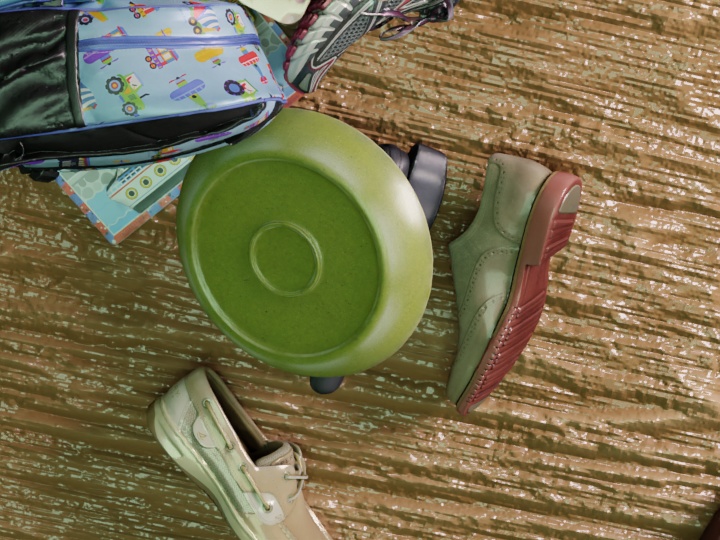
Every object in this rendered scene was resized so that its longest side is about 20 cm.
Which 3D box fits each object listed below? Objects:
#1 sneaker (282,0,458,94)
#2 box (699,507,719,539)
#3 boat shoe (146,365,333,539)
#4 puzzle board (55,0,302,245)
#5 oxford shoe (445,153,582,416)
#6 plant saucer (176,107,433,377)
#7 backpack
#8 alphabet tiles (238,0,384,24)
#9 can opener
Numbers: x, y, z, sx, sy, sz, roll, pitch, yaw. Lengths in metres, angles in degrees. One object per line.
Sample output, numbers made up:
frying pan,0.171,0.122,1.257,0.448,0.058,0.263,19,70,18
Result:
sneaker,0.027,-0.188,0.992,0.200,0.081,0.075,-41,105,13
box,0.353,0.257,1.127,0.199,0.075,0.100,25,110,2
boat shoe,-0.073,0.159,1.118,0.065,0.072,0.200,-39,98,14
puzzle board,-0.150,-0.131,1.048,0.200,0.017,0.151,-37,104,13
oxford shoe,0.095,0.009,1.075,0.075,0.070,0.201,27,111,20
plant saucer,-0.047,-0.012,1.032,0.199,0.031,0.201,9,114,21
backpack,-0.152,-0.132,0.944,0.199,0.183,0.135,-8,93,4
alphabet tiles,-0.042,-0.263,0.922,0.195,0.015,0.201,25,96,-5
can opener,0.000,0.000,1.064,0.078,0.063,0.201,19,108,-6
